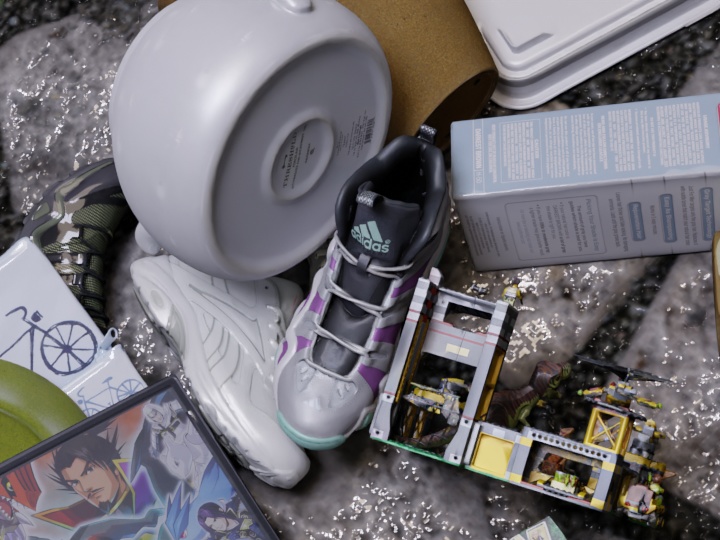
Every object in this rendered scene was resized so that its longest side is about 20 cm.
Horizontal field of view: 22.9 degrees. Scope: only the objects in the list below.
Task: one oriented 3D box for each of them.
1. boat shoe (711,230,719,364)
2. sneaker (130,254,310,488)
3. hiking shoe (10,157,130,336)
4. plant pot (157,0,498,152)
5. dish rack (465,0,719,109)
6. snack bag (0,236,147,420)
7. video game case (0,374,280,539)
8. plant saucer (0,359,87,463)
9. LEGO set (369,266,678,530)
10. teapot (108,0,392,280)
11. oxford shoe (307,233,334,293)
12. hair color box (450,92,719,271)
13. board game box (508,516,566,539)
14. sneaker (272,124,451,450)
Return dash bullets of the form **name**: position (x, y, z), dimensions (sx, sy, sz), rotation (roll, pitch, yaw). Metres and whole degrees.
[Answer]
- **boat shoe**: position (0.252, 0.060, 1.080), dimensions (0.064, 0.073, 0.201), rotation (-10, 61, 15)
- **sneaker**: position (-0.073, 0.049, 1.166), dimensions (0.099, 0.078, 0.201), rotation (-29, 61, -7)
- **hiking shoe**: position (-0.199, 0.019, 1.222), dimensions (0.100, 0.076, 0.201), rotation (34, 84, 18)
- **plant pot**: position (-0.006, -0.170, 1.217), dimensions (0.186, 0.187, 0.200), rotation (-42, 74, -10)
- **dish rack**: position (0.149, -0.222, 1.271), dimensions (0.199, 0.044, 0.172), rotation (-29, 61, -1)
- **snack bag**: position (-0.228, 0.103, 1.150), dimensions (0.188, 0.021, 0.201), rotation (-35, 93, -7)
- **video game case**: position (-0.150, 0.181, 1.072), dimensions (0.199, 0.026, 0.181), rotation (-27, 72, -26)
- **plant saucer**: position (-0.253, 0.154, 1.121), dimensions (0.198, 0.031, 0.202), rotation (0, 90, -7)
- **LEGO set**: position (0.104, 0.071, 1.065), dimensions (0.199, 0.154, 0.117), rotation (15, 84, 28)
- **teapot**: position (-0.086, -0.104, 1.102), dimensions (0.146, 0.197, 0.201), rotation (34, 84, 30)
- **oxford shoe**: position (-0.005, 0.002, 1.184), dimensions (0.075, 0.058, 0.201), rotation (-6, 60, 12)
- **hair color box**: position (0.164, -0.056, 1.147), dimensions (0.198, 0.099, 0.061), rotation (-5, 61, 11)
- **board game box**: position (0.036, 0.217, 1.033), dimensions (0.199, 0.105, 0.024), rotation (-29, 61, -4)
- **sneaker**: position (0.000, 0.000, 1.073), dimensions (0.077, 0.140, 0.201), rotation (18, 66, 7)
